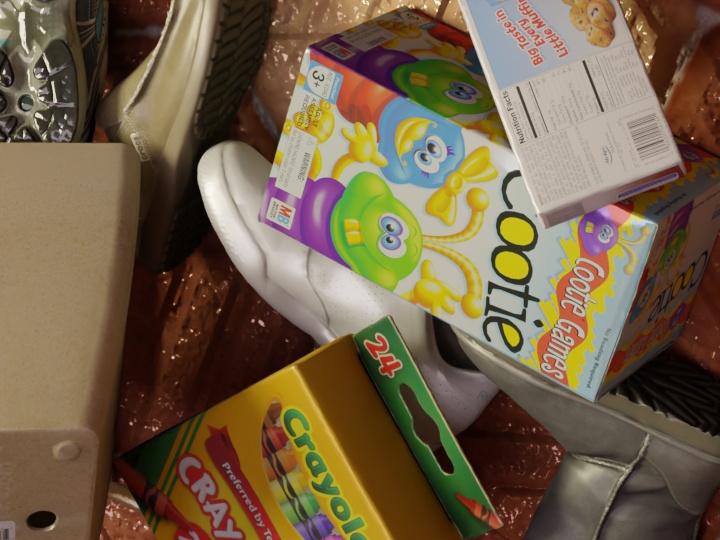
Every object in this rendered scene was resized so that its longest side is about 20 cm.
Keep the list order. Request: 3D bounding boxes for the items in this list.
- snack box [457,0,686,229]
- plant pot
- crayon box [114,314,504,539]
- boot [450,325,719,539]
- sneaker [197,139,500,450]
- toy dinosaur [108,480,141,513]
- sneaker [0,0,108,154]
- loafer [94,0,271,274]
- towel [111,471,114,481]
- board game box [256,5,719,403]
[{"bbox_3d":[0.087,-0.121,1.311,0.072,0.024,0.200,-21,67,6],"label":"snack box"},{"bbox_3d":[-0.212,0.065,1.435,0.200,0.177,0.200,0,133,-12],"label":"plant pot"},{"bbox_3d":[-0.030,0.115,1.447,0.200,0.051,0.127,-31,88,45],"label":"crayon box"},{"bbox_3d":[0.100,0.124,1.434,0.182,0.073,0.200,30,127,11],"label":"boot"},{"bbox_3d":[0.000,0.000,1.461,0.088,0.075,0.200,-37,93,24],"label":"sneaker"},{"bbox_3d":[-0.065,0.155,1.570,0.200,0.058,0.101,4,95,23],"label":"toy dinosaur"},{"bbox_3d":[-0.172,-0.149,1.501,0.078,0.086,0.200,4,87,10],"label":"sneaker"},{"bbox_3d":[-0.103,-0.091,1.479,0.067,0.076,0.200,26,119,15],"label":"loafer"},{"bbox_3d":[-0.242,0.055,1.566,0.200,0.035,0.193,-4,119,-7],"label":"towel"},{"bbox_3d":[0.068,-0.037,1.374,0.200,0.105,0.103,28,119,20],"label":"board game box"}]
